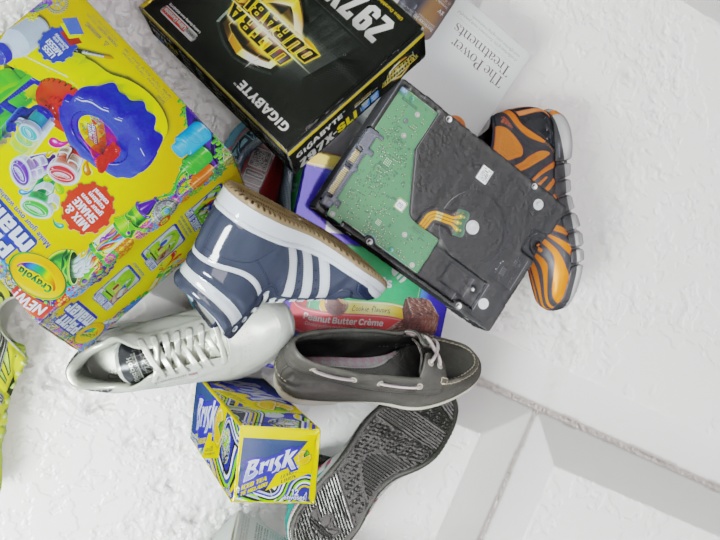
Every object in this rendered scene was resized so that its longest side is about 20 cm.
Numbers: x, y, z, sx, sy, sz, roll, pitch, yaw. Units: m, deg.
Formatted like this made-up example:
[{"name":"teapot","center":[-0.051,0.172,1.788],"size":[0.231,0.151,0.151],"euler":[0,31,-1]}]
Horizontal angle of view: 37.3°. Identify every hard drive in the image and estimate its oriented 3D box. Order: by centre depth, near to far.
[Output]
[{"name":"hard drive","center":[0.071,-0.057,0.957],"size":[0.200,0.038,0.140],"euler":[34,84,-18]}]

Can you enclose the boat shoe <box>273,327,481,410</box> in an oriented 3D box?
[{"name":"boat shoe","center":[0.023,0.081,0.933],"size":[0.199,0.067,0.057],"euler":[-1,138,-21]}]

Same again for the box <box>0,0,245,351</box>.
[{"name":"box","center":[-0.229,-0.079,0.857],"size":[0.193,0.122,0.200],"euler":[-43,79,-9]}]

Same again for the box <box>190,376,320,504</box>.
[{"name":"box","center":[-0.096,0.140,0.919],"size":[0.070,0.200,0.065],"euler":[6,94,-19]}]

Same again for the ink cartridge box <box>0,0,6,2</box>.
[{"name":"ink cartridge box","center":[-0.325,-0.260,0.830],"size":[0.199,0.067,0.116],"euler":[-18,118,4]}]

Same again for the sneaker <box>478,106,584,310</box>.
[{"name":"sneaker","center":[0.150,-0.058,1.040],"size":[0.111,0.077,0.201],"euler":[-4,86,-27]}]

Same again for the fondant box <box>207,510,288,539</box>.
[{"name":"fondant box","center":[-0.079,0.329,0.987],"size":[0.200,0.058,0.144],"euler":[37,115,-17]}]

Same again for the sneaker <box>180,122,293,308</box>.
[{"name":"sneaker","center":[-0.107,-0.043,0.951],"size":[0.079,0.095,0.201],"euler":[13,92,-18]}]

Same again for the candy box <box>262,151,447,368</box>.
[{"name":"candy box","center":[0.000,0.000,1.001],"size":[0.168,0.077,0.201],"euler":[11,92,-19]}]

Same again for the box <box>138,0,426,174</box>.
[{"name":"box","center":[-0.066,-0.206,0.920],"size":[0.160,0.049,0.200],"euler":[-42,72,-9]}]

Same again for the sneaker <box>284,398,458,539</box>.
[{"name":"sneaker","center":[0.002,0.184,0.999],"size":[0.200,0.121,0.084],"euler":[-43,94,-16]}]

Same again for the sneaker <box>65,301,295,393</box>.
[{"name":"sneaker","center":[-0.153,0.070,0.919],"size":[0.199,0.080,0.077],"euler":[-15,91,11]}]

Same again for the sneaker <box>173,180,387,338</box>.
[{"name":"sneaker","center":[-0.068,0.010,0.885],"size":[0.200,0.070,0.109],"euler":[28,98,-47]}]

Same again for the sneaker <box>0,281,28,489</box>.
[{"name":"sneaker","center":[-0.320,0.098,0.909],"size":[0.076,0.075,0.201],"euler":[-7,99,-17]}]

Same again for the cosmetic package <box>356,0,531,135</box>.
[{"name":"cosmetic package","center":[0.042,-0.203,1.008],"size":[0.200,0.052,0.151],"euler":[35,87,-18]}]
